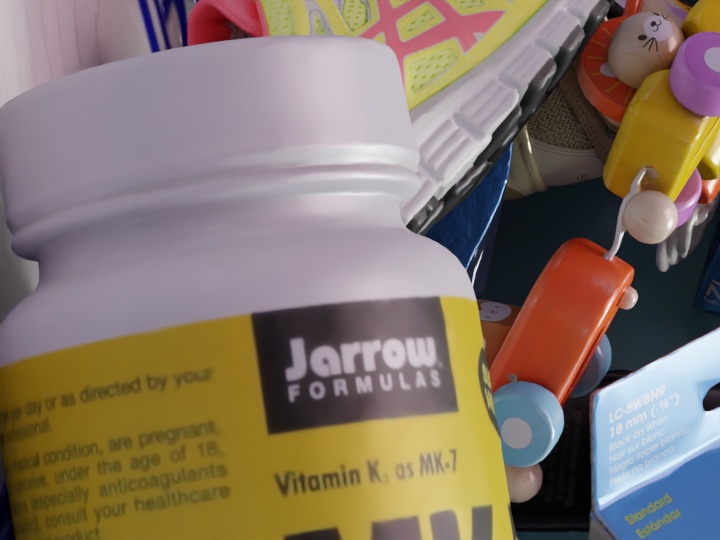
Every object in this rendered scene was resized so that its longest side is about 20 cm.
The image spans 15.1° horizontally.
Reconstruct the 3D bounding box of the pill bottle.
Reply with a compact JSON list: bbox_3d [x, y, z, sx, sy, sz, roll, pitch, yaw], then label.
[{"bbox_3d":[-0.022,0.055,0.613,0.114,0.114,0.201,13,66,-76],"label":"pill bottle"}]

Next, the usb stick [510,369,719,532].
[{"bbox_3d":[0.117,0.060,0.900,0.033,0.199,0.056,-148,-119,-67],"label":"usb stick"}]

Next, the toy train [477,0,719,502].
[{"bbox_3d":[0.077,-0.026,0.826,0.150,0.056,0.200,-66,171,29],"label":"toy train"}]

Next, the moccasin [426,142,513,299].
[{"bbox_3d":[0.000,0.000,0.842,0.068,0.080,0.201,170,-67,-87],"label":"moccasin"}]

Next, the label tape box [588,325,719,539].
[{"bbox_3d":[0.138,0.108,0.845,0.144,0.063,0.200,-25,130,-33],"label":"label tape box"}]

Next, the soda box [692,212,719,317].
[{"bbox_3d":[0.176,-0.059,0.970,0.200,0.064,0.068,-67,176,-48],"label":"soda box"}]

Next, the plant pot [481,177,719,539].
[{"bbox_3d":[0.106,0.055,1.018,0.161,0.200,0.201,-58,138,-51],"label":"plant pot"}]

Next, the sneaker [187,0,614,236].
[{"bbox_3d":[0.000,-0.056,0.746,0.200,0.090,0.078,-45,173,-41],"label":"sneaker"}]

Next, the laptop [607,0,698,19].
[{"bbox_3d":[0.095,-0.176,1.012,0.187,0.116,0.200,37,13,-11],"label":"laptop"}]

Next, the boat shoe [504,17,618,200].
[{"bbox_3d":[0.051,-0.121,0.885,0.071,0.064,0.200,-79,156,-59],"label":"boat shoe"}]
